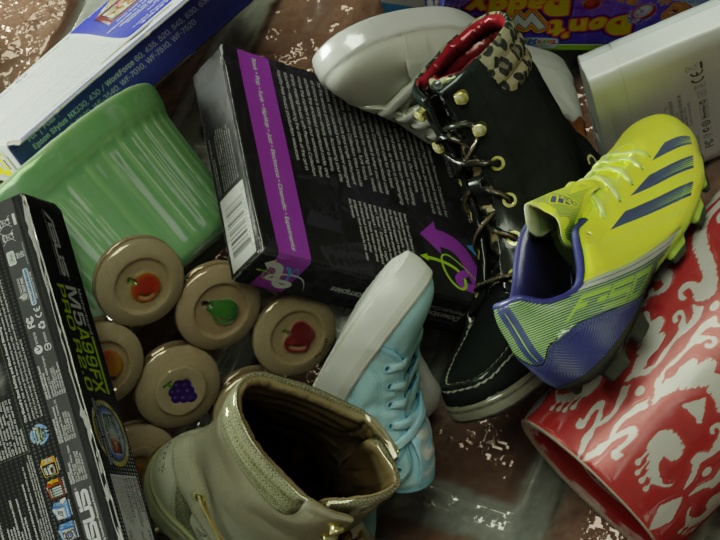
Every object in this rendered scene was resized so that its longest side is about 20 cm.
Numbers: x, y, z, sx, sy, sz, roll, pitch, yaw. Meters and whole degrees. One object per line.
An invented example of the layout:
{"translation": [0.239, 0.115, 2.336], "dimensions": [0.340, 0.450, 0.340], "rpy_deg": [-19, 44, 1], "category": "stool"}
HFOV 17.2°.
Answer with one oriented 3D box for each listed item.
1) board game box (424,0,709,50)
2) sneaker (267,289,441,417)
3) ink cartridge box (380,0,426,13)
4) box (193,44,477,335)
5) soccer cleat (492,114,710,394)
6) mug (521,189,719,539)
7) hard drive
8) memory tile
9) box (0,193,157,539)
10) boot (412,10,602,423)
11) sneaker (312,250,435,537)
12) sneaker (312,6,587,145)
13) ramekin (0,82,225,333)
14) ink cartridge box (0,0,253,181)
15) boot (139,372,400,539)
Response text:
{"translation": [0.146, -0.185, 1.390], "dimensions": [0.199, 0.135, 0.045], "rpy_deg": [-1, 59, -9], "category": "board game box"}
{"translation": [0.000, 0.000, 1.393], "dimensions": [0.099, 0.078, 0.200], "rpy_deg": [-31, 62, -12], "category": "sneaker"}
{"translation": [0.106, -0.208, 1.457], "dimensions": [0.199, 0.115, 0.068], "rpy_deg": [-10, 60, 7], "category": "ink cartridge box"}
{"translation": [0.004, -0.040, 1.355], "dimensions": [0.036, 0.200, 0.143], "rpy_deg": [-43, 46, 38], "category": "box"}
{"translation": [0.127, -0.025, 1.258], "dimensions": [0.065, 0.084, 0.200], "rpy_deg": [-27, 26, 45], "category": "soccer cleat"}
{"translation": [0.189, 0.049, 1.312], "dimensions": [0.133, 0.178, 0.200], "rpy_deg": [45, 82, -8], "category": "mug"}
{"translation": [0.227, -0.119, 1.368], "dimensions": [0.199, 0.132, 0.027], "rpy_deg": [-22, 59, 1], "category": "hard drive"}
{"translation": [-0.110, 0.085, 1.300], "dimensions": [0.200, 0.153, 0.017], "rpy_deg": [-63, 32, 10], "category": "memory tile"}
{"translation": [-0.205, 0.081, 1.229], "dimensions": [0.160, 0.044, 0.201], "rpy_deg": [-23, 75, 16], "category": "box"}
{"translation": [0.069, -0.031, 1.298], "dimensions": [0.073, 0.154, 0.204], "rpy_deg": [-14, 30, 43], "category": "boot"}
{"translation": [0.014, 0.075, 1.297], "dimensions": [0.082, 0.200, 0.074], "rpy_deg": [27, 41, 1], "category": "sneaker"}
{"translation": [0.063, -0.095, 1.372], "dimensions": [0.073, 0.200, 0.085], "rpy_deg": [-42, 56, 37], "category": "sneaker"}
{"translation": [-0.162, -0.004, 1.361], "dimensions": [0.200, 0.200, 0.098], "rpy_deg": [-42, 89, -11], "category": "ramekin"}
{"translation": [-0.144, -0.128, 1.447], "dimensions": [0.198, 0.047, 0.200], "rpy_deg": [-42, 19, -12], "category": "ink cartridge box"}
{"translation": [-0.010, 0.139, 1.236], "dimensions": [0.200, 0.155, 0.072], "rpy_deg": [39, 58, -6], "category": "boot"}
